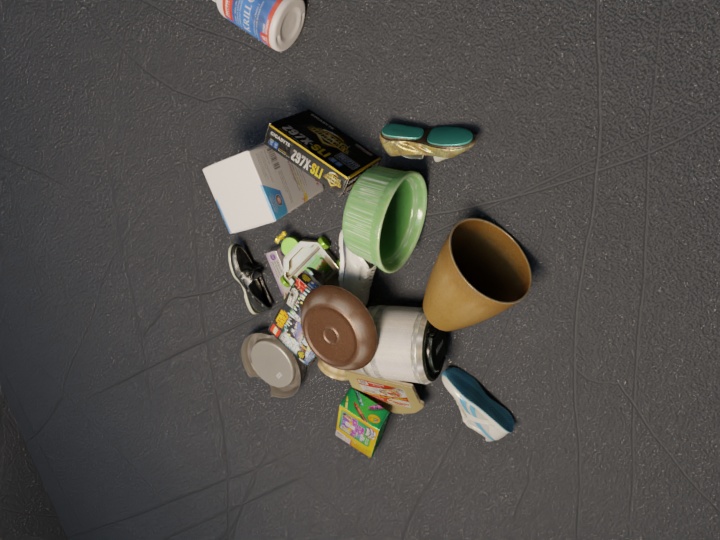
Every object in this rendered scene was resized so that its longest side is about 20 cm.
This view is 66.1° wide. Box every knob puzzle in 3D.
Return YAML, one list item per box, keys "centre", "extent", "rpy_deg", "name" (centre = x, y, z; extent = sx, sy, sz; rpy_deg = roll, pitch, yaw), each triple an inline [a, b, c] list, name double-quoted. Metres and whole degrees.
- centre: [0.067, 0.297, 1.356]
  extent: [0.214, 0.031, 0.222]
  rpy_deg: [17, 149, 10]
  name: "knob puzzle"

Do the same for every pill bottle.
- centre: [-0.215, -0.533, 1.092]
  extent: [0.197, 0.112, 0.114]
  rpy_deg: [34, 126, 10]
  name: "pill bottle"

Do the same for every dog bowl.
- centre: [-0.234, 0.249, 1.526]
  extent: [0.195, 0.059, 0.206]
  rpy_deg: [14, 120, 24]
  name: "dog bowl"

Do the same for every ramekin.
- centre: [0.047, -0.108, 1.107]
  extent: [0.096, 0.199, 0.205]
  rpy_deg: [20, 123, 27]
  name: "ramekin"

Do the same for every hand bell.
- centre: [-0.032, 0.155, 1.364]
  extent: [0.102, 0.104, 0.205]
  rpy_deg: [23, 110, 17]
  name: "hand bell"

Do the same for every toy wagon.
- centre: [-0.125, -0.012, 1.327]
  extent: [0.155, 0.040, 0.201]
  rpy_deg: [-41, 90, 20]
  name: "toy wagon"

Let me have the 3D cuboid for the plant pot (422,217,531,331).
- centre: [0.210, 0.034, 1.107]
  extent: [0.185, 0.187, 0.201]
  rpy_deg: [40, 139, 5]
  name: "plant pot"

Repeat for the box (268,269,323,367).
- centre: [-0.124, 0.115, 1.273]
  extent: [0.136, 0.040, 0.202]
  rpy_deg: [40, 129, 9]
  name: "box"

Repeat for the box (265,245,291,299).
- centre: [-0.180, 0.038, 1.402]
  extent: [0.038, 0.041, 0.205]
  rpy_deg: [-10, 107, 33]
  name: "box"

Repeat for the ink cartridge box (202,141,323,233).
- centre: [-0.204, -0.197, 1.198]
  extent: [0.143, 0.200, 0.150]
  rpy_deg: [-10, 109, 34]
  name: "ink cartridge box"

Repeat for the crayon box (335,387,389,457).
- centre: [0.002, 0.396, 1.425]
  extent: [0.117, 0.059, 0.202]
  rpy_deg: [29, 145, 14]
  name: "crayon box"

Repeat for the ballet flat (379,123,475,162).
- centre: [0.131, -0.244, 1.075]
  extent: [0.195, 0.071, 0.073]
  rpy_deg: [11, 119, 24]
  name: "ballet flat"

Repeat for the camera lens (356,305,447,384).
- centre: [0.086, 0.162, 1.236]
  extent: [0.195, 0.160, 0.164]
  rpy_deg: [1, 115, 29]
  name: "camera lens"

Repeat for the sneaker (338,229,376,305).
- centre: [0.000, 0.000, 1.250]
  extent: [0.079, 0.076, 0.206]
  rpy_deg: [14, 121, 36]
  name: "sneaker"

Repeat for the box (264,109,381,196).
- centre: [-0.075, -0.244, 1.126]
  extent: [0.198, 0.160, 0.050]
  rpy_deg: [35, 127, 10]
  name: "box"

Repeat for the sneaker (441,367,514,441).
- centre: [0.255, 0.311, 1.269]
  extent: [0.200, 0.076, 0.081]
  rpy_deg: [45, 129, 5]
  name: "sneaker"

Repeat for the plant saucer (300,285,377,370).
- centre: [-0.057, 0.133, 1.187]
  extent: [0.195, 0.037, 0.206]
  rpy_deg: [14, 119, 26]
  name: "plant saucer"

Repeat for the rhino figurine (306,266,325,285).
- centre: [-0.077, 0.082, 1.292]
  extent: [0.086, 0.060, 0.204]
  rpy_deg: [-25, 101, 19]
  name: "rhino figurine"

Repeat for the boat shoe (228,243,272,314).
- centre: [-0.279, 0.021, 1.429]
  extent: [0.064, 0.075, 0.205]
  rpy_deg: [-3, 112, 28]
  name: "boat shoe"
